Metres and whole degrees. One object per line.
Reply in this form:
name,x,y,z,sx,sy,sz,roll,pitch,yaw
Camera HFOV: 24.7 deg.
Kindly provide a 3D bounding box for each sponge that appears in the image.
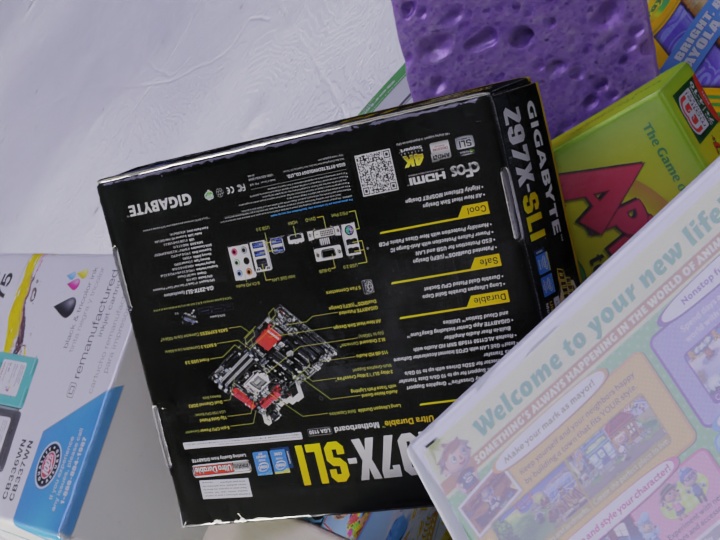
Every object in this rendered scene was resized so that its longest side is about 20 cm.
sponge,0.087,-0.042,0.742,0.110,0.202,0.030,-10,14,13

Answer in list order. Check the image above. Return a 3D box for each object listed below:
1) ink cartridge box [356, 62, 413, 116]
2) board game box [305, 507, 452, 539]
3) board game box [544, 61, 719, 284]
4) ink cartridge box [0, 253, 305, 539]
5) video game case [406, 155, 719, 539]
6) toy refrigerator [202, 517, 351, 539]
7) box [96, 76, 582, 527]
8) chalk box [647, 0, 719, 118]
ink cartridge box,0.069,-0.037,0.870,0.084,0.146,0.200,-45,10,5
board game box,0.048,0.165,0.807,0.200,0.102,0.106,10,74,64
board game box,0.076,0.007,0.703,0.199,0.102,0.048,-29,5,32
ink cartridge box,-0.135,0.084,0.895,0.199,0.145,0.148,0,68,49
video game case,0.124,0.070,0.553,0.200,0.022,0.183,-45,53,20
toy refrigerator,-0.005,0.154,0.708,0.199,0.075,0.071,6,70,63
box,-0.005,0.019,0.689,0.198,0.162,0.049,-10,9,31
chalk box,0.213,-0.111,0.764,0.124,0.124,0.201,-50,27,20
